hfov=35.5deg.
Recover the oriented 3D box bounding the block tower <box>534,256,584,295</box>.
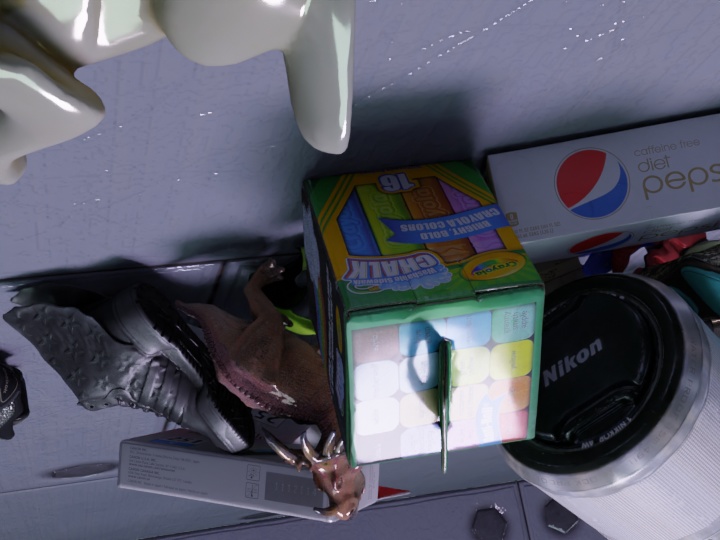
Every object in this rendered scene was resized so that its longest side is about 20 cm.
[{"bbox_3d":[0.166,0.053,0.910,0.058,0.200,0.054,-22,-162,3],"label":"block tower"}]

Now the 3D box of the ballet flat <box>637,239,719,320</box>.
[{"bbox_3d":[0.255,0.004,0.815,0.075,0.068,0.200,-48,-172,-15],"label":"ballet flat"}]

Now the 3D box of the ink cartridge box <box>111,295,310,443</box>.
[{"bbox_3d":[-0.152,0.110,0.986,0.199,0.044,0.174,22,142,-16],"label":"ink cartridge box"}]

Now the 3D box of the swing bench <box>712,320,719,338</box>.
[{"bbox_3d":[0.363,0.077,1.090,0.198,0.130,0.200,-15,-170,14],"label":"swing bench"}]

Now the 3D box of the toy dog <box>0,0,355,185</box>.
[{"bbox_3d":[-0.107,-0.111,0.322,0.199,0.140,0.194,-8,150,-8],"label":"toy dog"}]

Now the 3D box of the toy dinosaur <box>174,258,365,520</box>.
[{"bbox_3d":[-0.059,0.081,0.823,0.200,0.136,0.086,31,142,-2],"label":"toy dinosaur"}]

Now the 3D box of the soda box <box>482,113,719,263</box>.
[{"bbox_3d":[0.187,-0.056,0.775,0.199,0.068,0.064,-11,165,0],"label":"soda box"}]

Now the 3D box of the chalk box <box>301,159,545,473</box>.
[{"bbox_3d":[0.041,0.036,0.710,0.124,0.200,0.125,-8,127,-9],"label":"chalk box"}]

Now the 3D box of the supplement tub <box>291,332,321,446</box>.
[{"bbox_3d":[0.003,0.091,1.033,0.132,0.132,0.200,1,159,-32],"label":"supplement tub"}]

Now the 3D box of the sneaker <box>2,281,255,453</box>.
[{"bbox_3d":[-0.174,0.080,0.870,0.104,0.060,0.200,-26,117,15],"label":"sneaker"}]

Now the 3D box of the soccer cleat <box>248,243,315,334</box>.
[{"bbox_3d":[0.000,0.000,0.861,0.200,0.068,0.081,-23,143,33],"label":"soccer cleat"}]

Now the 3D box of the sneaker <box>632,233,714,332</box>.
[{"bbox_3d":[0.247,0.051,0.970,0.200,0.098,0.071,-47,161,3],"label":"sneaker"}]

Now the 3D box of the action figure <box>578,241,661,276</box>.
[{"bbox_3d":[0.210,-0.020,0.919,0.052,0.066,0.200,36,154,-3],"label":"action figure"}]

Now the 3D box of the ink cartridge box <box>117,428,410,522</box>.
[{"bbox_3d":[-0.076,0.168,0.966,0.199,0.045,0.176,4,180,23],"label":"ink cartridge box"}]

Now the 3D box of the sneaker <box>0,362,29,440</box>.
[{"bbox_3d":[-0.381,0.132,1.028,0.199,0.076,0.114,-26,152,26],"label":"sneaker"}]

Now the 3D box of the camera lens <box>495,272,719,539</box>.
[{"bbox_3d":[0.198,0.108,0.793,0.160,0.160,0.200,-22,137,32],"label":"camera lens"}]
